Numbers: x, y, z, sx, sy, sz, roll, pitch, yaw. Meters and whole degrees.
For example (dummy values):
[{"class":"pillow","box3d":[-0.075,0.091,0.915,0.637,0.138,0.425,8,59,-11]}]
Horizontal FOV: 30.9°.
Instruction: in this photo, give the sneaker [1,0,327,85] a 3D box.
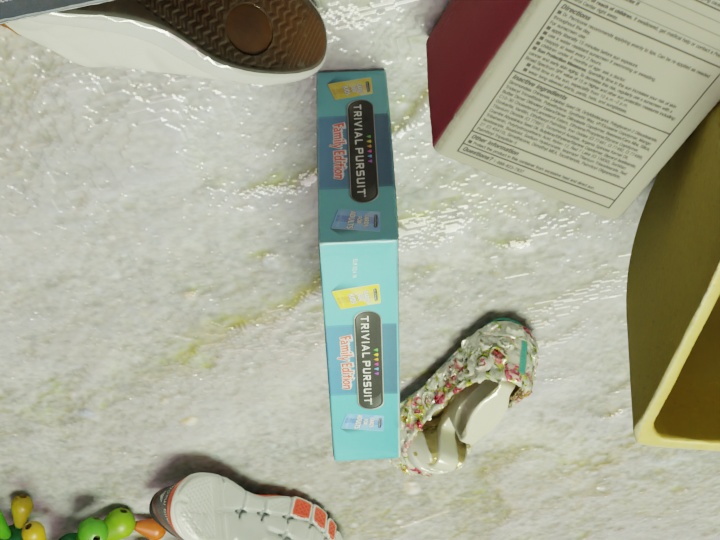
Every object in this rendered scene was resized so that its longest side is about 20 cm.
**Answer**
[{"class":"sneaker","box3d":[-0.119,-0.149,0.750,0.198,0.074,0.085,12,168,-23]}]

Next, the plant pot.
[{"class":"plant pot","box3d":[0.265,-0.027,0.774,0.192,0.201,0.196,5,135,-7]}]

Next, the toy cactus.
[{"class":"toy cactus","box3d":[-0.260,0.266,1.150,0.199,0.103,0.165,17,143,-30]}]

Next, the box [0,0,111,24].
[{"class":"box","box3d":[-0.161,-0.239,0.582,0.106,0.149,0.201,-9,135,8]}]

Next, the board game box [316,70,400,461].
[{"class":"board game box","box3d":[0.000,0.000,0.829,0.046,0.152,0.201,-2,136,0]}]

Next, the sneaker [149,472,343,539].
[{"class":"sneaker","box3d":[-0.097,0.227,1.135,0.199,0.078,0.082,35,152,-31]}]

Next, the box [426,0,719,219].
[{"class":"box","box3d":[0.136,-0.146,0.713,0.127,0.110,0.200,19,132,-18]}]

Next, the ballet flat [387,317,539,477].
[{"class":"ballet flat","box3d":[0.073,0.116,1.013,0.075,0.064,0.201,15,134,-17]}]
